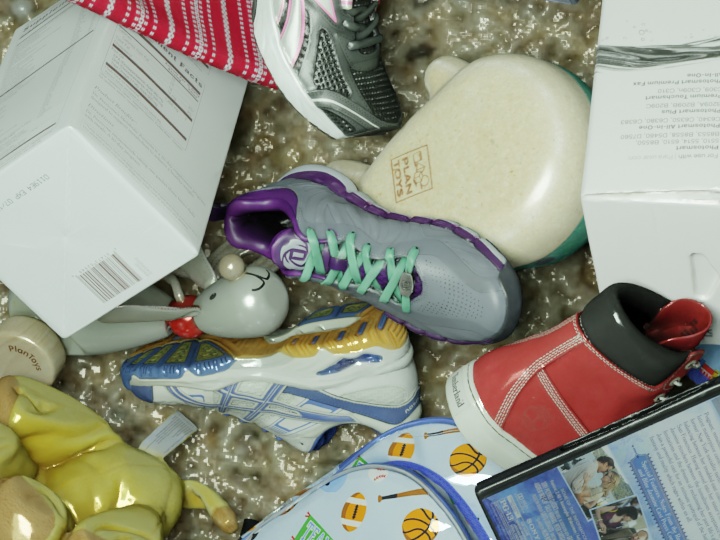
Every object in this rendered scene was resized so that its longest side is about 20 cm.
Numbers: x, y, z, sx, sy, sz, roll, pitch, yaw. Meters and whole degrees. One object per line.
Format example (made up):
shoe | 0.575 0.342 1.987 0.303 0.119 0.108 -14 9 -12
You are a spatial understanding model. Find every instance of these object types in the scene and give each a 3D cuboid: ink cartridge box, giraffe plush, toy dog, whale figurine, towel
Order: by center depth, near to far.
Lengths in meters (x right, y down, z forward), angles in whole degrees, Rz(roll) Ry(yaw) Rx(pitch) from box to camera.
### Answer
ink cartridge box | 0.181 -0.078 1.489 0.084 0.146 0.200 0 54 14
towel | -0.127 -0.197 1.539 0.022 0.200 0.145 -35 46 38
whale figurine | 0.069 -0.052 1.592 0.200 0.104 0.159 -21 69 35
giraffe plush | -0.192 0.174 1.596 0.173 0.200 0.162 44 117 22
toy dog | -0.148 0.004 1.600 0.200 0.132 0.096 -19 122 12

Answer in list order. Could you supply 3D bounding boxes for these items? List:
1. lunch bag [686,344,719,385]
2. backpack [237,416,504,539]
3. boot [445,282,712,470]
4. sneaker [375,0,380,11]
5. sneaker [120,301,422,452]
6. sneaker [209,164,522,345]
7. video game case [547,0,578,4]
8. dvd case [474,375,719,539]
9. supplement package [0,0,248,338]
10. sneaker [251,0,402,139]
lunch bag | 0.274 0.032 1.536 0.200 0.094 0.151 40 93 28
backpack | 0.034 0.179 1.539 0.190 0.154 0.200 -37 76 4
boot | 0.163 0.082 1.488 0.144 0.200 0.072 -32 46 23
sneaker | -0.084 -0.157 1.640 0.200 0.075 0.081 -16 80 11
sneaker | -0.057 0.077 1.610 0.200 0.075 0.088 -4 117 30
sneaker | 0.000 0.000 1.531 0.200 0.087 0.074 25 118 39
video game case | 0.075 -0.232 1.576 0.200 0.019 0.143 14 65 35
dvd case | 0.181 0.141 1.446 0.200 0.018 0.143 -24 103 6
supplement package | -0.151 -0.079 1.535 0.114 0.200 0.110 -30 117 28
sneaker | -0.021 -0.174 1.550 0.086 0.080 0.200 -24 96 32
